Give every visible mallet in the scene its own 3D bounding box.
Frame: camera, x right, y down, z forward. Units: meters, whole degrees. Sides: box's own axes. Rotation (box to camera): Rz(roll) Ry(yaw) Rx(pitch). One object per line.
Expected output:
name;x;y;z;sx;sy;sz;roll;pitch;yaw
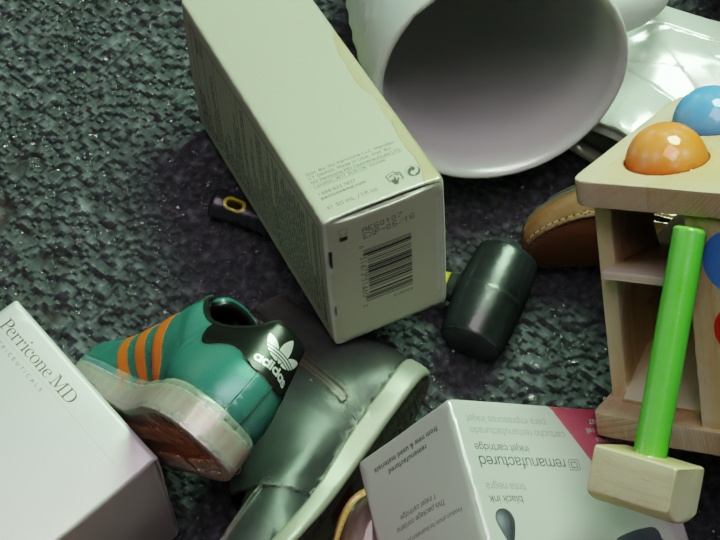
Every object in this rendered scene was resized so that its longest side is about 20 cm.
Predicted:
mallet;0.000;0.000;0.945;0.199;0.041;0.066;13;66;11

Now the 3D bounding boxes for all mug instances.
mug;0.088;-0.171;0.961;0.199;0.148;0.176;-12;45;-3

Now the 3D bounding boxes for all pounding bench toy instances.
pounding bench toy;0.172;0.008;0.773;0.124;0.156;0.200;7;28;35

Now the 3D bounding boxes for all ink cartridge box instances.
ink cartridge box;0.097;0.174;0.797;0.144;0.084;0.200;7;57;-37

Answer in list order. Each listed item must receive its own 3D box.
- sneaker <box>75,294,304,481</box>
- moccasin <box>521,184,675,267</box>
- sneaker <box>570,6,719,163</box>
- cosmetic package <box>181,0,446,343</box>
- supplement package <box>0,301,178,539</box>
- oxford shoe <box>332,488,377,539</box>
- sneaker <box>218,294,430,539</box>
sneaker;-0.087;0.055;0.839;0.080;0.200;0.071;-48;112;-17
moccasin;0.193;-0.011;0.929;0.201;0.074;0.078;4;62;3
sneaker;0.216;-0.088;0.973;0.199;0.074;0.116;15;66;17
cosmetic package;-0.028;-0.068;0.912;0.073;0.104;0.200;-21;52;-14
supplement package;-0.210;0.137;0.823;0.200;0.120;0.121;-39;69;-18
oxford shoe;0.019;0.203;0.809;0.071;0.073;0.201;-2;71;-7
sneaker;-0.057;0.108;0.874;0.106;0.075;0.200;28;58;18
